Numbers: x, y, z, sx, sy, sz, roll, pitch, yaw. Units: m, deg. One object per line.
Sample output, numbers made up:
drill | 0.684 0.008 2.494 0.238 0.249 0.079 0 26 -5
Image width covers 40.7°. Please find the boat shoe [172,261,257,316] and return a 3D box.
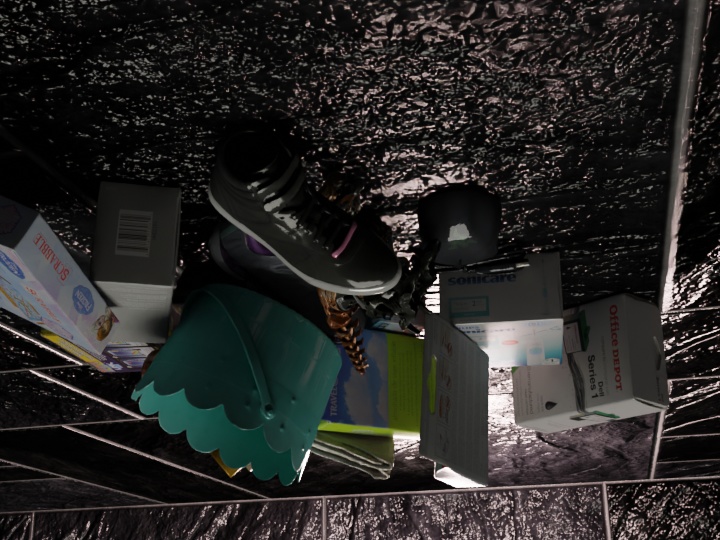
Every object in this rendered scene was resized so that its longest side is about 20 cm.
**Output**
boat shoe | -0.120 0.019 1.110 0.196 0.075 0.075 4 157 4

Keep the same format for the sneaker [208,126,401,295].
sneaker | -0.050 -0.050 0.838 0.198 0.071 0.099 31 159 8

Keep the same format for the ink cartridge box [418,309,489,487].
ink cartridge box | 0.094 0.150 1.102 0.046 0.163 0.200 -7 157 27

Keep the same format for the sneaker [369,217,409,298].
sneaker | 0.000 0.000 1.069 0.085 0.076 0.200 1 159 13

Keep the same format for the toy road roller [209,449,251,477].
toy road roller | -0.170 0.181 1.294 0.123 0.147 0.200 -41 -178 -13

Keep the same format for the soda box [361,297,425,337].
soda box | 0.015 0.068 1.258 0.067 0.065 0.200 8 157 -21

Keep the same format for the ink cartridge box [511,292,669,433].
ink cartridge box | 0.305 0.128 1.314 0.083 0.149 0.198 17 152 -38

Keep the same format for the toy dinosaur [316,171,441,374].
toy dinosaur | 0.003 0.004 0.951 0.133 0.103 0.202 8 139 17

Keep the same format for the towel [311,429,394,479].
towel | -0.016 0.181 1.220 0.130 0.201 0.035 23 113 -4

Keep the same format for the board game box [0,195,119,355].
board game box | -0.338 -0.017 0.885 0.197 0.042 0.201 22 156 18

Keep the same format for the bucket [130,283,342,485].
bucket | -0.124 0.117 1.018 0.204 0.136 0.208 21 155 10

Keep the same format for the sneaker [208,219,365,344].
sneaker | -0.061 0.005 1.010 0.199 0.075 0.087 34 137 -21

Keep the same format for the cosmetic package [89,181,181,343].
cosmetic package | -0.232 -0.002 1.000 0.088 0.109 0.200 3 161 -9

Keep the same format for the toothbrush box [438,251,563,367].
toothbrush box | 0.176 0.054 1.197 0.143 0.087 0.200 -3 158 9

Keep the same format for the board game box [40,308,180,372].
board game box | -0.308 0.085 1.302 0.162 0.058 0.200 -2 160 8

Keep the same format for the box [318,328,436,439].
box | 0.018 0.135 1.169 0.197 0.124 0.048 11 155 -28

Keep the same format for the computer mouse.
computer mouse | 0.110 -0.026 1.024 0.136 0.054 0.200 -3 160 9

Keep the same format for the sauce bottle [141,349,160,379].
sauce bottle | -0.181 0.138 1.223 0.196 0.067 0.066 5 164 23
